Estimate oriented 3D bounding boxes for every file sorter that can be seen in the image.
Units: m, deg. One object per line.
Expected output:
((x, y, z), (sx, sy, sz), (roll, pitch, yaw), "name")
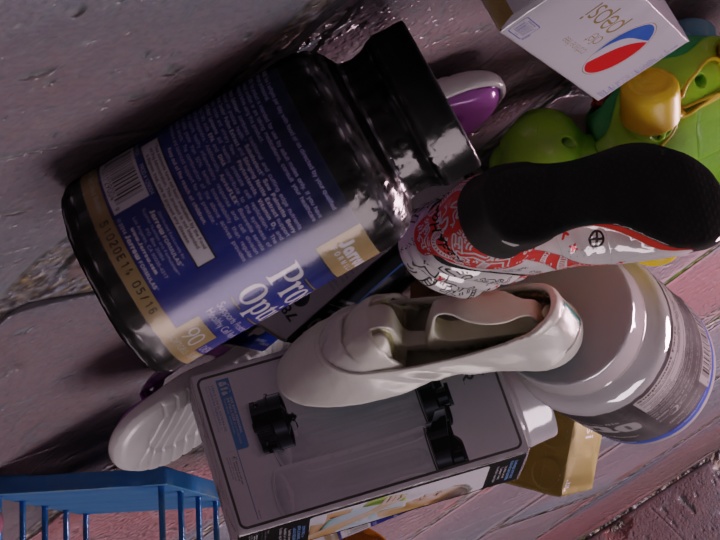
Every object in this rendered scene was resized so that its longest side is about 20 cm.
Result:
((-0.179, 0.220, 1.556), (0.137, 0.124, 0.200), (-5, 168, 12), "file sorter")

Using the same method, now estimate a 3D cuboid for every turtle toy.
((0.179, -0.087, 1.320), (0.199, 0.101, 0.147), (-24, 133, -17), "turtle toy")

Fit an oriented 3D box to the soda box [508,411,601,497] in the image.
((0.160, 0.074, 1.643), (0.067, 0.202, 0.064), (13, -173, 29), "soda box")

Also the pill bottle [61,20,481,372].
((-0.044, -0.042, 1.062), (0.199, 0.112, 0.112), (-29, 165, 4), "pill bottle")

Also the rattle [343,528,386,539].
((-0.008, 0.178, 1.694), (0.142, 0.131, 0.200), (-10, -177, 23), "rattle")

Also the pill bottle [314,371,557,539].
((0.034, 0.111, 1.486), (0.199, 0.117, 0.116), (-21, 164, -5), "pill bottle")

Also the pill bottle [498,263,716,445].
((0.165, 0.049, 1.402), (0.113, 0.114, 0.200), (-32, 157, 13), "pill bottle")

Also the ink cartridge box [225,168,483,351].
((0.000, 0.000, 1.363), (0.200, 0.039, 0.099), (-40, 163, 12), "ink cartridge box")

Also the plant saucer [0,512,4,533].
((-0.342, 0.193, 1.405), (0.199, 0.051, 0.201), (-27, 165, -7), "plant saucer")

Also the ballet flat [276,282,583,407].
((0.038, 0.038, 1.292), (0.198, 0.070, 0.069), (-8, 167, 10), "ballet flat")

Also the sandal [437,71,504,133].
((0.000, -0.049, 1.204), (0.202, 0.050, 0.083), (-28, 165, -3), "sandal")

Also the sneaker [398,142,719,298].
((0.118, -0.028, 1.245), (0.200, 0.068, 0.108), (-4, 167, -35), "sneaker")

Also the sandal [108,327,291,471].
((-0.114, 0.079, 1.436), (0.202, 0.050, 0.083), (-29, 148, -49), "sandal")

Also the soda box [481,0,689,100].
((0.109, -0.148, 1.075), (0.063, 0.068, 0.200), (-32, 165, 14), "soda box")

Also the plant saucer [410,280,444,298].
((0.111, -0.028, 1.450), (0.200, 0.032, 0.200), (-35, -179, 1), "plant saucer")

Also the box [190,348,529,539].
((-0.002, 0.102, 1.354), (0.198, 0.117, 0.060), (-14, 158, -10), "box")
